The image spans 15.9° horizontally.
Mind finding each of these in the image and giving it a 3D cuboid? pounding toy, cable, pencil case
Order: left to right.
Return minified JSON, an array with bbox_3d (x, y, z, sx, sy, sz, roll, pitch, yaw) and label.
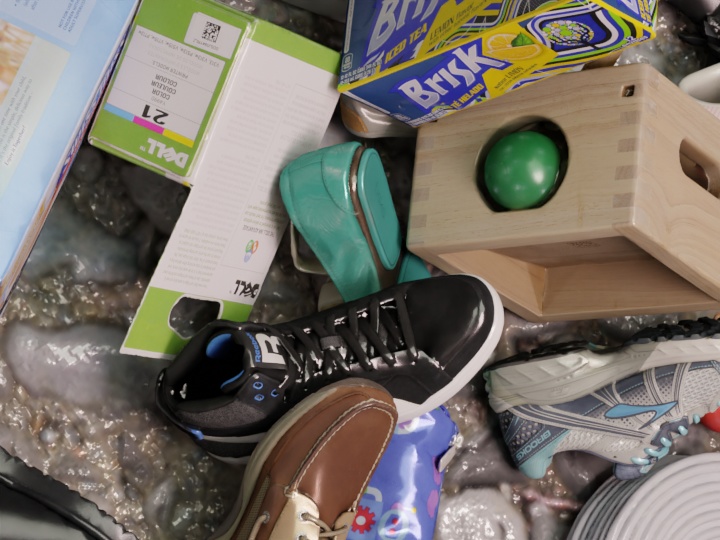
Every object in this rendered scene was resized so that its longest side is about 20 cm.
[{"bbox_3d":[0.007,0.163,1.519,0.086,0.078,0.201,6,74,13],"label":"pencil case"},{"bbox_3d":[0.138,-0.070,1.530,0.200,0.183,0.143,29,62,-51],"label":"pounding toy"},{"bbox_3d":[0.216,0.213,1.610,0.200,0.069,0.200,-42,97,-26],"label":"cable"}]

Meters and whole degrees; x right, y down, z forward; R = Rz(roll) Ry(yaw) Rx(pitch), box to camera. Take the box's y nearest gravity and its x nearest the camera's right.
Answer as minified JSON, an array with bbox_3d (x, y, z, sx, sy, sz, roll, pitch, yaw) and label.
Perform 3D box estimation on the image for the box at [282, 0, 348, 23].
[{"bbox_3d":[-0.022,-0.270,1.536,0.198,0.200,0.172,18,74,-22],"label":"box"}]

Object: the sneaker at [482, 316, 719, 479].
[{"bbox_3d":[0.180,0.080,1.587,0.199,0.078,0.087,-10,95,18],"label":"sneaker"}]

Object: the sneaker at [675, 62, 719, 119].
[{"bbox_3d":[0.285,-0.081,1.659,0.199,0.105,0.075,5,32,-4],"label":"sneaker"}]

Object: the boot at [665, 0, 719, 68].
[{"bbox_3d":[0.284,-0.206,1.733,0.162,0.073,0.198,46,72,-6],"label":"boot"}]

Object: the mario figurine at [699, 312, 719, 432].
[{"bbox_3d":[0.296,0.056,1.658,0.199,0.106,0.124,-14,50,-34],"label":"mario figurine"}]

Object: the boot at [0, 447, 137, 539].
[{"bbox_3d":[-0.227,0.176,1.407,0.198,0.073,0.163,34,64,-7],"label":"boot"}]

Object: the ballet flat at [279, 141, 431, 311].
[{"bbox_3d":[0.000,0.000,1.546,0.200,0.070,0.068,66,32,-42],"label":"ballet flat"}]

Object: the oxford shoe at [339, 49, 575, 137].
[{"bbox_3d":[0.067,-0.108,1.625,0.199,0.075,0.058,1,120,-32],"label":"oxford shoe"}]

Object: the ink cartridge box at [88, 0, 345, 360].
[{"bbox_3d":[-0.097,-0.053,1.487,0.076,0.148,0.201,24,94,22],"label":"ink cartridge box"}]

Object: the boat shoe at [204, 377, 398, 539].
[{"bbox_3d":[-0.036,0.151,1.453,0.076,0.072,0.200,17,114,-39],"label":"boat shoe"}]

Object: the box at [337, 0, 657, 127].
[{"bbox_3d":[0.076,-0.146,1.463,0.064,0.200,0.070,23,63,-36],"label":"box"}]

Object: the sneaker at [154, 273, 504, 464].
[{"bbox_3d":[-0.021,0.051,1.461,0.199,0.112,0.073,-25,67,12],"label":"sneaker"}]

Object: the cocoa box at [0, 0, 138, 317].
[{"bbox_3d":[-0.223,-0.085,1.431,0.133,0.131,0.201,25,69,-5],"label":"cocoa box"}]
